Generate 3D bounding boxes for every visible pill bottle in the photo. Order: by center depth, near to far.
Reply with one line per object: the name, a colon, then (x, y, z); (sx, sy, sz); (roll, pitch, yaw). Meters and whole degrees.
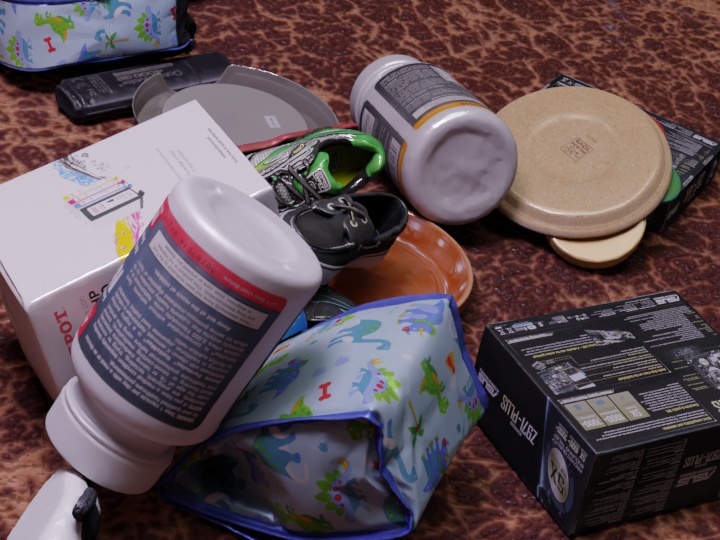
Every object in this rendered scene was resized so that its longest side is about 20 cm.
pill bottle: (-0.127, 0.048, 1.121); (0.119, 0.201, 0.120); (33, 16, -11)
pill bottle: (0.064, -0.132, 1.584); (0.115, 0.117, 0.200); (-1, 25, -19)

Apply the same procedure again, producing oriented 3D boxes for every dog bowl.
dog bowl: (-0.122, -0.125, 1.576); (0.198, 0.059, 0.201); (9, 34, -6)

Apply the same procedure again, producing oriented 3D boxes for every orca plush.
orca plush: (-0.189, 0.202, 1.057); (0.071, 0.105, 0.200); (46, 3, -16)

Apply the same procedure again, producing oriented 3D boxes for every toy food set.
toy food set: (0.212, -0.103, 1.608); (0.199, 0.049, 0.198); (28, 59, 23)

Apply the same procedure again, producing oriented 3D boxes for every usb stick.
usb stick: (-0.211, -0.186, 1.660); (0.199, 0.033, 0.055); (-17, 50, -37)

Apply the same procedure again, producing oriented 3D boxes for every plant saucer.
plant saucer: (0.000, 0.000, 1.456); (0.198, 0.033, 0.201); (8, 34, -5)

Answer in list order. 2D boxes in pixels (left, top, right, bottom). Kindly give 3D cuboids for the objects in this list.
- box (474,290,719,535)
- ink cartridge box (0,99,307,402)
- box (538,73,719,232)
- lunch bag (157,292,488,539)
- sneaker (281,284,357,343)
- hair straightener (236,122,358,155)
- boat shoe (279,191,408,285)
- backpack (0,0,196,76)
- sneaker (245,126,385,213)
box: (0.211, 0.108, 1.316); (0.199, 0.087, 0.164); (-9, 39, -29)
ink cartridge box: (-0.169, -0.002, 1.246); (0.199, 0.148, 0.145); (-26, 43, -15)
box: (0.259, -0.126, 1.717); (0.199, 0.044, 0.160); (26, 36, 19)
lunch bag: (-0.030, 0.112, 1.201); (0.198, 0.128, 0.170); (-6, 24, 28)
sneaker: (-0.046, 0.036, 1.329); (0.199, 0.076, 0.079); (24, 11, 17)
hair straightener: (-0.077, -0.084, 1.463); (0.199, 0.041, 0.077); (-9, 68, -33)
boat shoe: (-0.017, -0.036, 1.359); (0.069, 0.057, 0.200); (47, 19, 11)
backpack: (-0.291, -0.288, 1.673); (0.199, 0.148, 0.183); (-18, 30, -26)
sneaker: (-0.067, -0.075, 1.408); (0.199, 0.079, 0.085); (-30, 12, -25)
